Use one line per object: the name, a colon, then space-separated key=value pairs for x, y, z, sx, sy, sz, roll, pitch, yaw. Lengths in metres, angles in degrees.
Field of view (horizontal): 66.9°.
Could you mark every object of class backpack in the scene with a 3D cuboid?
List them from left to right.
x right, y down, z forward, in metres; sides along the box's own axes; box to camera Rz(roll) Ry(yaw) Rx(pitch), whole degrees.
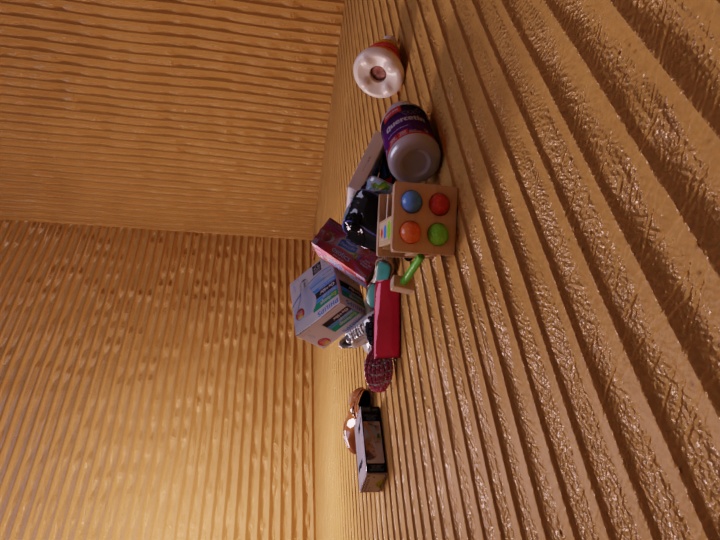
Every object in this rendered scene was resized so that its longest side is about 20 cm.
backpack: x=0.055 y=-0.113 z=1.236 sx=0.149 sy=0.181 sz=0.200 roll=-64 pitch=4 yaw=-7

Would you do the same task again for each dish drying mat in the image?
dish drying mat: x=0.069 y=0.124 z=1.401 sx=0.018 sy=0.076 sz=0.204 roll=23 pitch=-116 yaw=-57

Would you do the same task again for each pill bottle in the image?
pill bottle: x=0.103 y=-0.285 z=1.176 sx=0.202 sy=0.110 sz=0.114 roll=-98 pitch=15 yaw=-47

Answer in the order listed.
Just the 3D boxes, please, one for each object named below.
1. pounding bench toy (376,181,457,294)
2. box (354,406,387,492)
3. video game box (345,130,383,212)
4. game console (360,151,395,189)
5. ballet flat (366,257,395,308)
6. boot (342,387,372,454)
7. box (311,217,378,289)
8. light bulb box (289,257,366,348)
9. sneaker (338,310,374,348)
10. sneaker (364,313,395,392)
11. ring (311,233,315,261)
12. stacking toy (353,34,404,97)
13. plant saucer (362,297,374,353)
pounding bench toy: x=0.106 y=-0.055 z=1.051 sx=0.156 sy=0.122 sz=0.204 roll=172 pitch=100 yaw=-80
box: x=0.026 y=0.500 z=1.527 sx=0.202 sy=0.059 sz=0.118 roll=-96 pitch=14 yaw=-46
video game box: x=0.016 y=-0.279 z=1.615 sx=0.183 sy=0.046 sz=0.203 roll=93 pitch=-160 yaw=-70
game console: x=0.026 y=-0.218 z=1.596 sx=0.119 sy=0.170 sz=0.202 roll=47 pitch=145 yaw=29
ballet flat: x=0.063 y=0.024 z=1.505 sx=0.202 sy=0.070 sz=0.066 roll=108 pitch=-171 yaw=-48
boot: x=0.001 y=0.468 z=1.697 sx=0.155 sy=0.075 sz=0.204 roll=133 pitch=146 yaw=-69
box: x=-0.033 y=-0.048 z=1.560 sx=0.096 sy=0.198 sz=0.100 roll=-52 pitch=-19 yaw=-13
light bulb box: x=-0.103 y=0.092 z=1.667 sx=0.197 sy=0.124 sz=0.202 roll=-38 pitch=44 yaw=25
sneaker: x=0.007 y=0.177 z=1.570 sx=0.077 sy=0.079 sz=0.200 roll=64 pitch=145 yaw=19
sneaker: x=0.056 y=0.218 z=1.437 sx=0.075 sy=0.079 sz=0.204 roll=37 pitch=-127 yaw=-69
ring: x=-0.345 y=-0.169 z=4.031 sx=0.200 sy=0.019 sz=0.205 roll=-176 pitch=90 yaw=-81
stacking toy: x=0.071 y=-0.600 z=1.538 sx=0.147 sy=0.144 sz=0.202 roll=106 pitch=-177 yaw=-52
plant saucer: x=0.020 y=0.166 z=1.700 sx=0.200 sy=0.049 sz=0.205 roll=-177 pitch=90 yaw=-80
